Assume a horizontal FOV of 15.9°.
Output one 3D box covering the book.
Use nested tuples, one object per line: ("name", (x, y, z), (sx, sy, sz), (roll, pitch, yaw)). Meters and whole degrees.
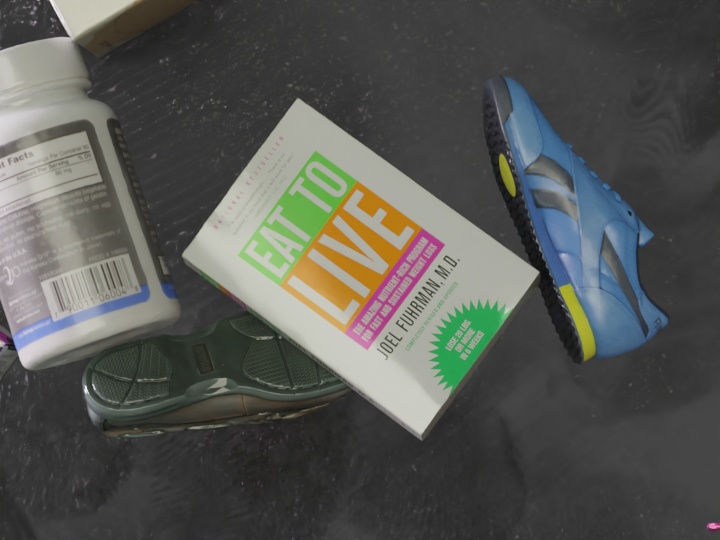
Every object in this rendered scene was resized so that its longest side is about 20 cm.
("book", (0.000, 0.000, 1.703), (0.199, 0.048, 0.134), (35, 80, 10))

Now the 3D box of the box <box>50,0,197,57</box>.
("box", (-0.116, -0.229, 1.725), (0.199, 0.095, 0.078), (-30, 85, 5))

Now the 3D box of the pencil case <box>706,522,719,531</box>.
("pencil case", (0.319, 0.118, 1.666), (0.088, 0.088, 0.200), (41, 90, 7))

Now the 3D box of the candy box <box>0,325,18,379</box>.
("candy box", (-0.343, 0.087, 1.746), (0.136, 0.061, 0.200), (37, 91, 7))

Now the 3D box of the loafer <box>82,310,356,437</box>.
("loafer", (-0.086, 0.072, 1.728), (0.198, 0.063, 0.072), (-7, 58, -7))

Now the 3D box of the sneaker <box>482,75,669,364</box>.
("sneaker", (0.142, -0.041, 1.706), (0.078, 0.066, 0.201), (-22, 85, -7))

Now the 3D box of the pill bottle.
("pill bottle", (-0.201, -0.045, 1.713), (0.113, 0.114, 0.201), (-19, 85, 5))
